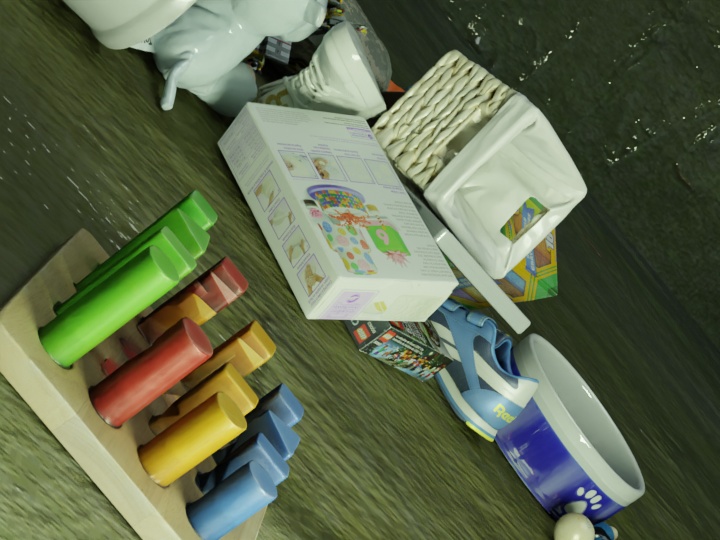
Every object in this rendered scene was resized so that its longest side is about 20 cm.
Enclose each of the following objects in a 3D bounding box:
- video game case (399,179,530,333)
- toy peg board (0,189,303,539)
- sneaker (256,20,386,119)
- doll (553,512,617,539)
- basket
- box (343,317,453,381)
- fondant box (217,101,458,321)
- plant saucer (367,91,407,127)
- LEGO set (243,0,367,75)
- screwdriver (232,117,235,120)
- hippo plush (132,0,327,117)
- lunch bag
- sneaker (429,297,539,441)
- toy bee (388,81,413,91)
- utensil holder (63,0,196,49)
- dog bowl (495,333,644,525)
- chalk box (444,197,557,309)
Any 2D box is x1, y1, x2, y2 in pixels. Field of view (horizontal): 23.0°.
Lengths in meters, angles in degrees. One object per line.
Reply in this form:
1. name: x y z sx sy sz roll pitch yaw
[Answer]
1. video game case: 0.077 -0.030 1.668 0.143 0.018 0.200 46 3 -33
2. toy peg board: -0.096 0.057 1.016 0.199 0.098 0.200 51 14 -9
3. sneaker: -0.041 -0.163 1.621 0.200 0.115 0.074 63 7 -78
4. doll: 0.257 0.300 1.729 0.200 0.048 0.137 40 27 -26
5. basket: 0.114 -0.104 1.711 0.123 0.136 0.200 46 -1 30
6. box: 0.000 0.000 1.627 0.200 0.038 0.137 61 15 27
7. fondant box: -0.021 -0.050 1.534 0.144 0.058 0.200 3 48 -44
8. plant saucer: 0.052 -0.141 1.911 0.200 0.200 0.032 34 57 -56
9. LEGO set: -0.101 -0.258 1.709 0.154 0.200 0.116 22 73 -43
10. screwdriver: -0.087 -0.148 1.732 0.200 0.028 0.029 -13 97 -76
11. hippo plush: -0.118 -0.242 1.563 0.160 0.161 0.200 56 13 9
12. lunch bag: -0.060 -0.276 1.952 0.164 0.118 0.200 43 12 -43
13. sneaker: 0.100 0.066 1.710 0.200 0.082 0.074 57 15 22
14. toy bee: 0.051 -0.164 2.141 0.131 0.109 0.200 -21 59 -45
15. utensil holder: -0.211 -0.304 1.389 0.200 0.170 0.170 44 16 -28
16. dog bowl: 0.204 0.168 1.819 0.200 0.079 0.200 49 14 -17
17. chalk box: 0.118 -0.052 1.899 0.200 0.123 0.125 36 50 -55
